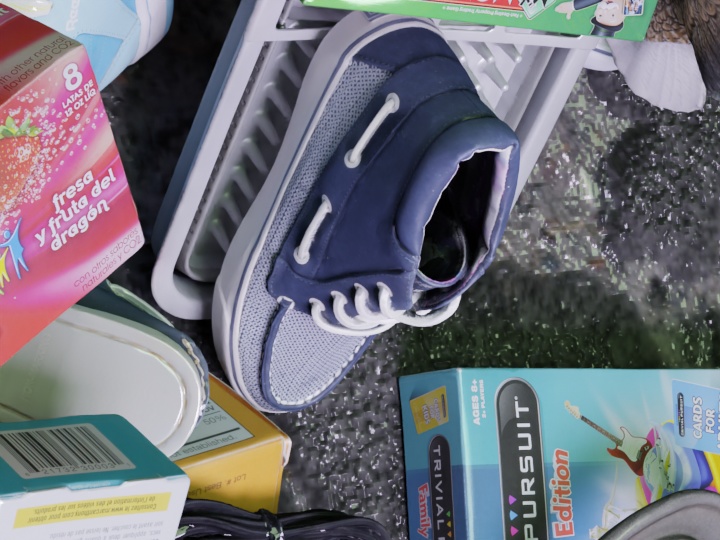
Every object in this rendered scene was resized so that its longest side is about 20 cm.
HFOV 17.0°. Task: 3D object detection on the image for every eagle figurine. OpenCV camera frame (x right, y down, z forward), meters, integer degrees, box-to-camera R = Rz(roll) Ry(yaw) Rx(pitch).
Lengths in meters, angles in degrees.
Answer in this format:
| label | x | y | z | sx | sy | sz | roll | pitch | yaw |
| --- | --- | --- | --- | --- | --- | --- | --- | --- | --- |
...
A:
| label | x | y | z | sx | sy | sz | roll | pitch | yaw |
| --- | --- | --- | --- | --- | --- | --- | --- | --- | --- |
| eagle figurine | 0.140 | -0.148 | 1.029 | 0.200 | 0.151 | 0.151 | -5 | 90 | -58 |

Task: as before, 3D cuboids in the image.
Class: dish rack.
| label | x | y | z | sx | sy | sz | roll | pitch | yaw |
| --- | --- | --- | --- | --- | --- | --- | --- | --- | --- |
| dish rack | 0.003 | -0.068 | 0.992 | 0.171 | 0.200 | 0.044 | -3 | 42 | -34 |

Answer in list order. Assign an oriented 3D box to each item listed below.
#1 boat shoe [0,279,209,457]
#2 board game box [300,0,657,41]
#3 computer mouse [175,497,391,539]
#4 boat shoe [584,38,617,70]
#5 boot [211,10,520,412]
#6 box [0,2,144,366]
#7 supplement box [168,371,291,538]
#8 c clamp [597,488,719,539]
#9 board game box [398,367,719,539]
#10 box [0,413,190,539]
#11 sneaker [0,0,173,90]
| label | x | y | z | sx | sy | sz | roll | pitch | yaw |
| --- | --- | --- | --- | --- | --- | --- | --- | --- | --- |
| boat shoe | -0.150 | 0.010 | 0.908 | 0.200 | 0.062 | 0.075 | 19 | 101 | -3 |
| board game box | 0.007 | -0.142 | 0.888 | 0.134 | 0.200 | 0.029 | 2 | 118 | -26 |
| computer mouse | -0.057 | 0.178 | 0.954 | 0.140 | 0.046 | 0.201 | 2 | 104 | -41 |
| boat shoe | 0.080 | -0.167 | 1.114 | 0.200 | 0.065 | 0.074 | 37 | 63 | -25 |
| boot | 0.000 | 0.000 | 0.949 | 0.073 | 0.200 | 0.090 | -7 | 43 | -29 |
| box | -0.180 | -0.002 | 0.788 | 0.200 | 0.100 | 0.096 | -42 | 140 | -27 |
| supplement box | -0.125 | 0.098 | 0.915 | 0.200 | 0.069 | 0.067 | -12 | 125 | -36 |
| c clamp | 0.110 | 0.196 | 1.048 | 0.171 | 0.027 | 0.201 | -12 | 113 | -31 |
| board game box | 0.114 | 0.121 | 1.105 | 0.200 | 0.047 | 0.151 | 2 | 82 | -36 |
| box | -0.128 | 0.151 | 0.859 | 0.082 | 0.049 | 0.200 | -2 | 117 | -41 |
| sneaker | -0.131 | -0.105 | 0.892 | 0.079 | 0.200 | 0.131 | 30 | 66 | 18 |
